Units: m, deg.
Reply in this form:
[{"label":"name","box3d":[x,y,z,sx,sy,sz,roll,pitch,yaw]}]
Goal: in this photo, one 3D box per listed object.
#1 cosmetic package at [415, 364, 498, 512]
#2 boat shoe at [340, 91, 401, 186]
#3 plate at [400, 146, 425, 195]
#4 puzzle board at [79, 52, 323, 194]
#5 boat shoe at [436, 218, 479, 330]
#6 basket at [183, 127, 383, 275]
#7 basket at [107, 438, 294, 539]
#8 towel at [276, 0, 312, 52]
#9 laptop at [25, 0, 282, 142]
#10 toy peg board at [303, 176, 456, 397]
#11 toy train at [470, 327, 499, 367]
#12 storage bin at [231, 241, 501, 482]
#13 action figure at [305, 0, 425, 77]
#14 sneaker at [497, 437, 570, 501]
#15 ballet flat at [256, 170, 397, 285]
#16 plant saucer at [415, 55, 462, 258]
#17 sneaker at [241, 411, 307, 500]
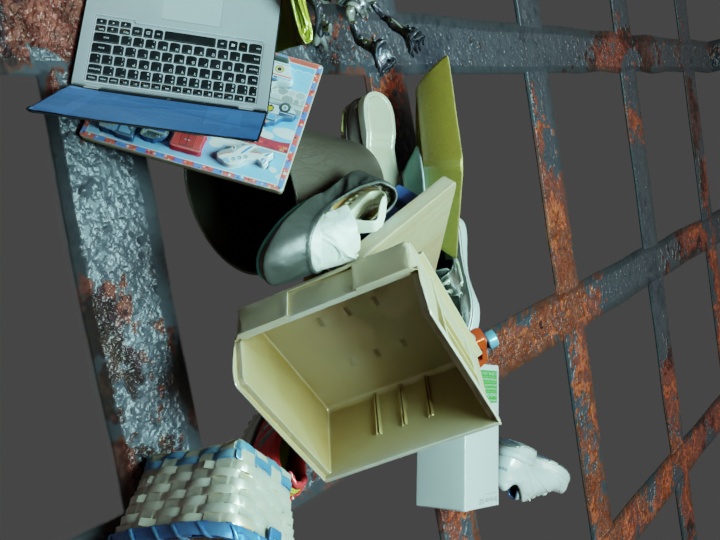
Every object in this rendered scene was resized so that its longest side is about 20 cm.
[{"label":"cosmetic package","box3d":[0.139,0.234,1.185,0.107,0.084,0.202,10,77,-54]},{"label":"boat shoe","box3d":[0.008,-0.126,1.074,0.071,0.059,0.202,1,84,-41]},{"label":"plate","box3d":[0.067,-0.063,1.102,0.200,0.025,0.202,178,-90,-90]},{"label":"puzzle board","box3d":[-0.150,-0.167,0.804,0.017,0.198,0.152,107,-1,-67]},{"label":"boat shoe","box3d":[0.122,0.014,1.204,0.063,0.070,0.202,6,73,-52]},{"label":"basket","box3d":[-0.071,-0.091,0.918,0.199,0.136,0.181,-12,68,-57]},{"label":"basket","box3d":[-0.141,0.266,0.753,0.139,0.175,0.201,51,39,-40]},{"label":"towel","box3d":[-0.088,-0.281,0.890,0.018,0.200,0.087,-17,105,-12]},{"label":"laptop","box3d":[-0.171,-0.198,0.738,0.185,0.116,0.202,7,76,-6]},{"label":"toy peg board","box3d":[0.000,0.000,0.941,0.200,0.097,0.200,-40,151,-40]},{"label":"toy train","box3d":[0.084,0.139,1.072,0.056,0.199,0.151,59,-5,38]},{"label":"storage bin","box3d":[0.006,0.094,0.818,0.199,0.199,0.094,55,20,-40]},{"label":"action figure","box3d":[-0.019,-0.327,1.033,0.119,0.102,0.200,-41,79,-15]},{"label":"sneaker","box3d":[0.276,0.341,1.371,0.199,0.074,0.088,31,74,-38]},{"label":"ballet flat","box3d":[-0.022,-0.046,0.797,0.200,0.068,0.069,-48,141,-48]},{"label":"plant saucer","box3d":[0.103,-0.151,1.127,0.201,0.048,0.201,86,2,-55]},{"label":"sneaker","box3d":[-0.100,0.235,0.880,0.077,0.084,0.202,38,57,-41]}]
